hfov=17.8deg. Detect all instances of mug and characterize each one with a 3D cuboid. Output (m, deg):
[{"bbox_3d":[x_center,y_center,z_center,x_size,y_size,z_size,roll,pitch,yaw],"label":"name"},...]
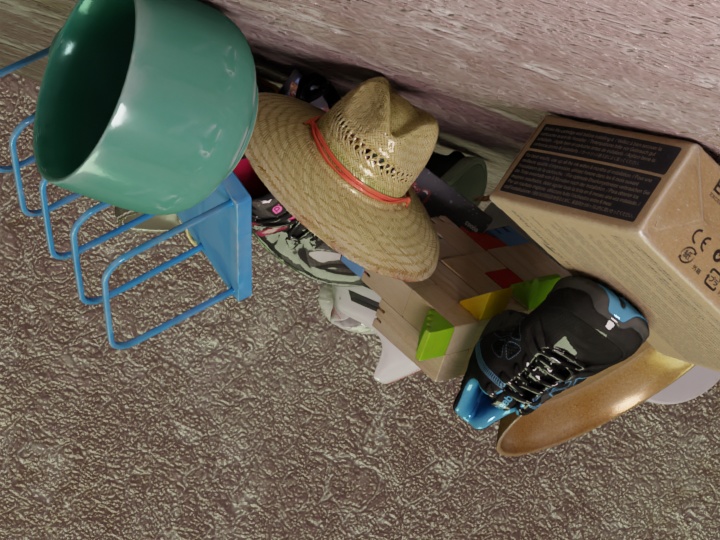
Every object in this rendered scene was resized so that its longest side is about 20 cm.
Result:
[{"bbox_3d":[-0.142,-0.127,1.585,0.114,0.152,0.185,19,-137,-29],"label":"mug"}]

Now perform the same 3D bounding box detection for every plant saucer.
[{"bbox_3d":[0.184,0.076,1.750,0.035,0.200,0.200,62,-165,18],"label":"plant saucer"}]

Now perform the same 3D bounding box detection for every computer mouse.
[{"bbox_3d":[-0.065,-0.116,1.721,0.059,0.034,0.200,46,-156,10],"label":"computer mouse"}]

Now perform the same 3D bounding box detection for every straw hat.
[{"bbox_3d":[0.009,-0.092,1.646,0.201,0.085,0.201,35,-155,-18],"label":"straw hat"}]

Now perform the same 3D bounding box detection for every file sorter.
[{"bbox_3d":[-0.182,-0.063,1.710,0.200,0.123,0.139,53,161,24],"label":"file sorter"}]

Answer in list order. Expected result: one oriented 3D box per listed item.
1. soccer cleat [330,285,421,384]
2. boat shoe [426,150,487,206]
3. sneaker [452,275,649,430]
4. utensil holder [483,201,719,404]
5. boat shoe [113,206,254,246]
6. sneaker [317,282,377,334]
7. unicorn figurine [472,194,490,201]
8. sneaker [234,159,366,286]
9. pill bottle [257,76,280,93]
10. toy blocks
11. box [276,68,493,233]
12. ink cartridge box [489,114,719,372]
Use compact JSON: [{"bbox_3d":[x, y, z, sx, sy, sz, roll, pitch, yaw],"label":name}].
[{"bbox_3d":[0.000,0.000,1.836,0.200,0.085,0.069,57,-173,22],"label":"soccer cleat"},{"bbox_3d":[0.037,-0.047,2.018,0.060,0.076,0.200,15,-150,31],"label":"boat shoe"},{"bbox_3d":[0.130,0.063,1.571,0.073,0.082,0.200,38,156,-7],"label":"sneaker"},{"bbox_3d":[0.204,0.018,1.935,0.170,0.170,0.200,20,177,-32],"label":"utensil holder"},{"bbox_3d":[-0.118,-0.051,1.954,0.201,0.060,0.072,-5,161,15],"label":"boat shoe"},{"bbox_3d":[0.066,0.030,1.891,0.200,0.072,0.072,14,-149,12],"label":"sneaker"},{"bbox_3d":[0.184,-0.033,1.757,0.074,0.138,0.200,-20,173,-26],"label":"unicorn figurine"},{"bbox_3d":[-0.059,-0.049,1.758,0.200,0.077,0.084,33,-178,-13],"label":"sneaker"},{"bbox_3d":[-0.160,-0.136,1.981,0.200,0.117,0.116,21,178,-43],"label":"pill bottle"},{"bbox_3d":[0.075,0.013,1.736,0.200,0.100,0.137,-11,-140,-41],"label":"toy blocks"},{"bbox_3d":[0.015,-0.086,1.884,0.200,0.038,0.137,37,178,-1],"label":"box"},{"bbox_3d":[0.207,-0.009,1.490,0.200,0.075,0.165,39,169,-32],"label":"ink cartridge box"}]
